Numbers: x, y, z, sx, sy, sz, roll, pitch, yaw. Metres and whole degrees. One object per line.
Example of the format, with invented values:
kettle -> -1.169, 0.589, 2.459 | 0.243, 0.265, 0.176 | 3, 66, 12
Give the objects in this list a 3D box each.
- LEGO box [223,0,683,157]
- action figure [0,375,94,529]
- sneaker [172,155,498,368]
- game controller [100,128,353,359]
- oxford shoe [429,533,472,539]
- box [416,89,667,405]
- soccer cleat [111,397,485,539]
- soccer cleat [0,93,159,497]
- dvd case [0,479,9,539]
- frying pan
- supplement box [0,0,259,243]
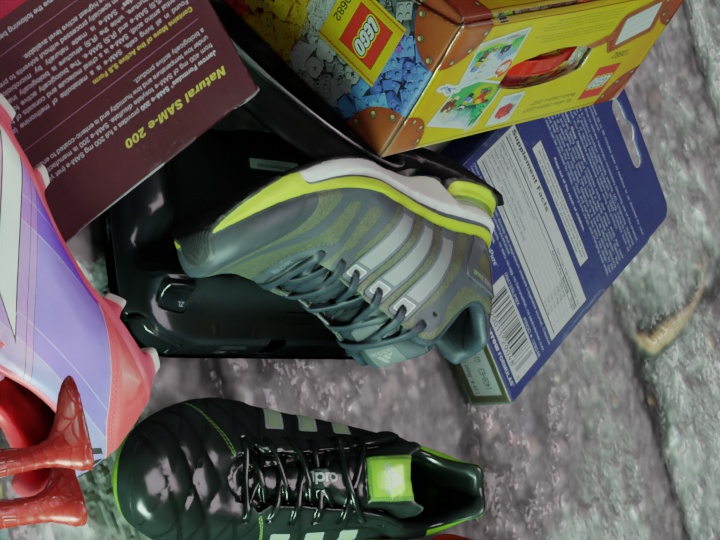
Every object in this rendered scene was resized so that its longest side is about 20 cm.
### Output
LEGO box -> 0.037, -0.141, 1.026 | 0.149, 0.077, 0.200 | 46, 34, 20
action figure -> -0.192, 0.073, 0.731 | 0.199, 0.065, 0.052 | -9, 61, -19
sneaker -> 0.000, 0.000, 0.959 | 0.200, 0.074, 0.081 | 3, 71, -49
game controller -> -0.042, -0.012, 1.006 | 0.200, 0.042, 0.105 | 4, 67, -51
oxford shoe -> 0.043, 0.174, 1.066 | 0.200, 0.071, 0.073 | 11, 105, -54
box -> 0.095, -0.032, 1.174 | 0.200, 0.032, 0.121 | -43, 118, -44
soccer cleat -> -0.024, 0.090, 0.969 | 0.200, 0.081, 0.068 | 9, 77, -50
soccer cleat -> -0.147, -0.004, 0.818 | 0.200, 0.067, 0.077 | 58, 48, -28
dvd case -> -0.191, 0.083, 0.812 | 0.146, 0.022, 0.201 | -9, 92, -51
frying pan -> -0.013, -0.073, 1.022 | 0.031, 0.115, 0.190 | -50, 155, 10
supplement box -> -0.134, -0.121, 0.844 | 0.109, 0.061, 0.200 | -39, 121, -18
